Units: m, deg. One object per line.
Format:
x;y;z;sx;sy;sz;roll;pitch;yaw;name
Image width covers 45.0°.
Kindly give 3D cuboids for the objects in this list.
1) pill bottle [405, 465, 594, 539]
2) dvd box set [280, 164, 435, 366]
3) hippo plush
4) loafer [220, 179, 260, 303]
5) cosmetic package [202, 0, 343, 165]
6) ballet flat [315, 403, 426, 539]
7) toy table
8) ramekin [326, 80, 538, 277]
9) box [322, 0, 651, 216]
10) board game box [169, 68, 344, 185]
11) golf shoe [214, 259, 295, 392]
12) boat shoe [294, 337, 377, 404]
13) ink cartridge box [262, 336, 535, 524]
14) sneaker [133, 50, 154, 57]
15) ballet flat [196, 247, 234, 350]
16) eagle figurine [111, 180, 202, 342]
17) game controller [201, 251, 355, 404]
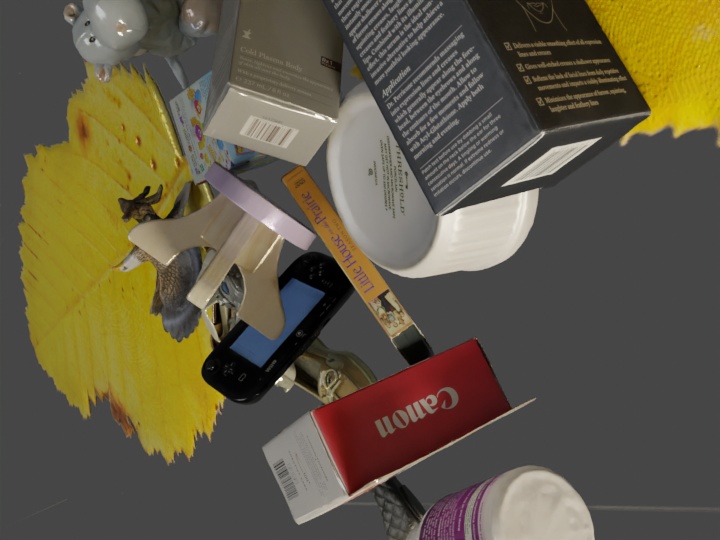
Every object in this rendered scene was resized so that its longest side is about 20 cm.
0.121;0.262;0.830;0.113;0.112;0.200;62;146;11;pill bottle
0.000;0.000;0.873;0.201;0.029;0.146;55;-179;22;dvd box set
-0.277;-0.322;1.056;0.200;0.160;0.161;-28;84;56;hippo plush
-0.139;-0.029;1.051;0.201;0.069;0.070;-100;14;-46;loafer
-0.075;-0.209;0.796;0.090;0.106;0.202;139;139;-56;cosmetic package
0.003;0.237;1.024;0.200;0.057;0.066;49;-178;28;ballet flat
-0.129;-0.027;0.880;0.183;0.118;0.200;36;-178;3;toy table
0.051;-0.087;0.763;0.202;0.094;0.204;31;131;45;ramekin
0.085;-0.159;0.614;0.107;0.148;0.201;-37;75;44;box
-0.114;-0.172;0.951;0.199;0.102;0.106;-10;99;57;board game box
-0.110;0.050;1.052;0.078;0.097;0.201;44;-168;-53;golf shoe
-0.050;0.127;1.051;0.200;0.063;0.074;31;131;44;boat shoe
0.035;0.142;0.811;0.084;0.199;0.176;63;146;12;ink cartridge box
-0.320;-0.382;1.156;0.074;0.088;0.202;29;128;46;sneaker
-0.190;0.029;1.199;0.068;0.067;0.202;24;125;47;ballet flat
-0.286;-0.018;1.264;0.150;0.152;0.201;-14;117;30;eagle figurine
-0.089;0.061;0.970;0.104;0.200;0.042;17;151;52;game controller
